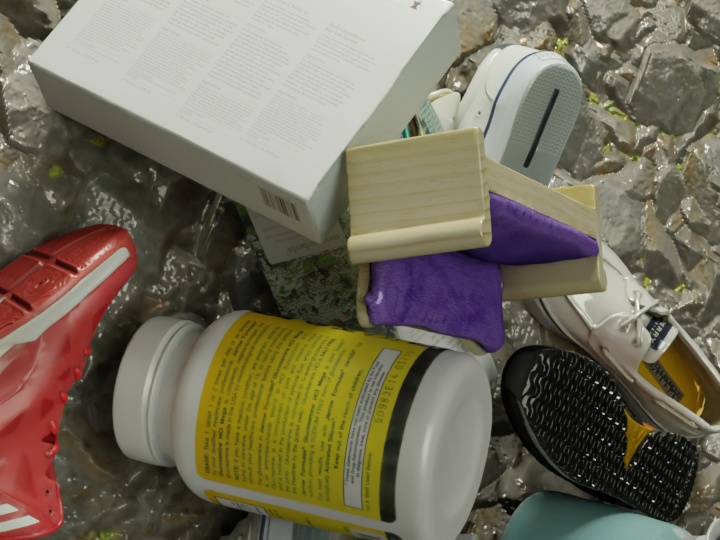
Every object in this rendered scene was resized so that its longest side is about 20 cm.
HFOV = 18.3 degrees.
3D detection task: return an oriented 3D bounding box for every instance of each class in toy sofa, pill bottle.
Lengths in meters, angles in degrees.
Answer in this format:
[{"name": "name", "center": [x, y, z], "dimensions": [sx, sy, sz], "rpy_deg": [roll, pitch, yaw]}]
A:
[{"name": "toy sofa", "center": [0.069, -0.012, 1.256], "dimensions": [0.200, 0.082, 0.099], "rpy_deg": [18, 67, -63]}, {"name": "pill bottle", "center": [-0.034, 0.085, 1.264], "dimensions": [0.112, 0.198, 0.114], "rpy_deg": [11, 90, -69]}]

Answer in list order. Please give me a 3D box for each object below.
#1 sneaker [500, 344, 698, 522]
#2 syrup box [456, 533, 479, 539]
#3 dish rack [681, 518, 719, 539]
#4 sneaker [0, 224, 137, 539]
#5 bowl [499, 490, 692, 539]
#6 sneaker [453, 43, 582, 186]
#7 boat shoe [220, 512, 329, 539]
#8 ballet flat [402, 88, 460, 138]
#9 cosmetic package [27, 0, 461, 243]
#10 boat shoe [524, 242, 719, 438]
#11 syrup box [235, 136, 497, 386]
[{"name": "sneaker", "center": [0.131, 0.102, 1.417], "dimensions": [0.200, 0.090, 0.070], "rpy_deg": [35, 73, -43]}, {"name": "syrup box", "center": [0.013, 0.237, 1.303], "dimensions": [0.200, 0.081, 0.079], "rpy_deg": [-49, 129, -58]}, {"name": "dish rack", "center": [0.234, 0.251, 1.361], "dimensions": [0.200, 0.043, 0.173], "rpy_deg": [30, 58, -53]}, {"name": "sneaker", "center": [-0.185, 0.073, 1.260], "dimensions": [0.200, 0.078, 0.116], "rpy_deg": [-41, 118, -14]}, {"name": "bowl", "center": [0.170, 0.236, 1.401], "dimensions": [0.200, 0.104, 0.203], "rpy_deg": [21, 65, -57]}, {"name": "sneaker", "center": [0.076, -0.049, 1.424], "dimensions": [0.073, 0.071, 0.201], "rpy_deg": [23, 97, -34]}, {"name": "boat shoe", "center": [-0.065, 0.180, 1.320], "dimensions": [0.074, 0.066, 0.201], "rpy_deg": [67, 27, -51]}, {"name": "ballet flat", "center": [0.020, -0.121, 1.393], "dimensions": [0.071, 0.069, 0.202], "rpy_deg": [-24, 97, -35]}, {"name": "cosmetic package", "center": [-0.065, -0.122, 1.271], "dimensions": [0.151, 0.199, 0.052], "rpy_deg": [-54, 156, -20]}, {"name": "boat shoe", "center": [0.180, 0.039, 1.481], "dimensions": [0.200, 0.070, 0.071], "rpy_deg": [50, 65, -21]}, {"name": "syrup box", "center": [0.000, 0.000, 1.344], "dimensions": [0.081, 0.078, 0.201], "rpy_deg": [-38, 109, -50]}]
